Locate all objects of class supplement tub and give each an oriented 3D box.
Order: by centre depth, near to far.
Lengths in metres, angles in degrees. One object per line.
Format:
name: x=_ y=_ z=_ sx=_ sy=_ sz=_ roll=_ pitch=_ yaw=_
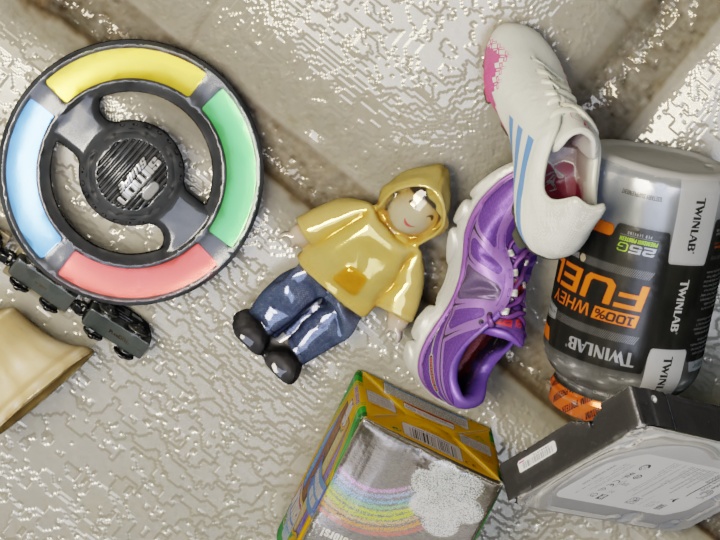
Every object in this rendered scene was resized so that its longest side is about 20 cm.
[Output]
supplement tub: x=0.206 y=0.011 z=1.619 sx=0.122 sy=0.123 sz=0.201 roll=9 pitch=104 yaw=-3

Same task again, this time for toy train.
toy train: x=-0.245 y=0.003 z=1.655 sx=0.200 sy=0.046 sz=0.034 roll=34 pitch=107 yaw=-11

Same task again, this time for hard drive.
hard drive: x=0.221 y=0.145 z=1.617 sx=0.200 sy=0.038 sz=0.140 roll=14 pitch=142 yaw=-42

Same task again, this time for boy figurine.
boy figurine: x=0.000 y=0.000 z=1.647 sx=0.200 sy=0.064 sz=0.124 roll=-41 pitch=98 yaw=12

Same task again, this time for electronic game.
electronic game: x=-0.172 y=-0.073 z=1.624 sx=0.199 sy=0.042 sz=0.201 roll=-1 pitch=96 yaw=-7

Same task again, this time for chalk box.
chalk box: x=0.010 y=0.203 z=1.669 sx=0.124 sy=0.124 sz=0.200 roll=26 pitch=104 yaw=-8

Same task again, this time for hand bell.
hand bell: x=-0.306 y=0.020 z=1.652 sx=0.104 sy=0.104 sz=0.200 roll=-41 pitch=88 yaw=9

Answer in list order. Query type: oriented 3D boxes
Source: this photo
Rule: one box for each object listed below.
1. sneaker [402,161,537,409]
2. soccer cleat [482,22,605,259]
sneaker: x=0.107 y=0.014 z=1.630 sx=0.080 sy=0.083 sz=0.200 roll=8 pitch=110 yaw=-36
soccer cleat: x=0.141 y=-0.106 z=1.564 sx=0.070 sy=0.200 sz=0.086 roll=5 pitch=150 yaw=-26
